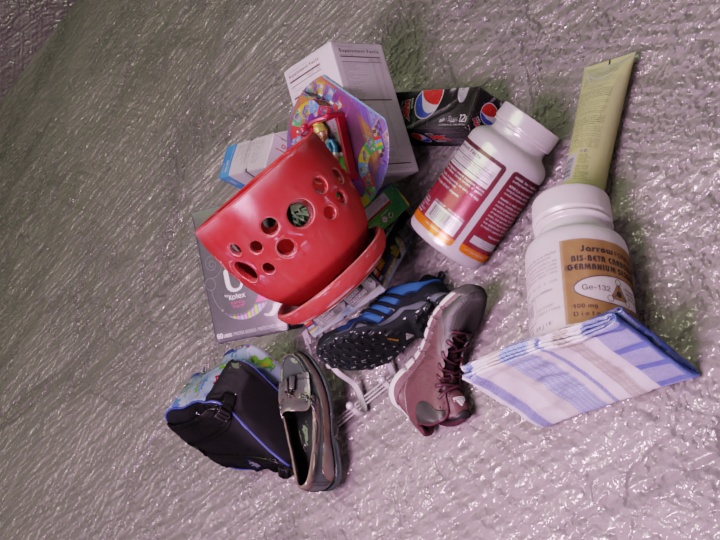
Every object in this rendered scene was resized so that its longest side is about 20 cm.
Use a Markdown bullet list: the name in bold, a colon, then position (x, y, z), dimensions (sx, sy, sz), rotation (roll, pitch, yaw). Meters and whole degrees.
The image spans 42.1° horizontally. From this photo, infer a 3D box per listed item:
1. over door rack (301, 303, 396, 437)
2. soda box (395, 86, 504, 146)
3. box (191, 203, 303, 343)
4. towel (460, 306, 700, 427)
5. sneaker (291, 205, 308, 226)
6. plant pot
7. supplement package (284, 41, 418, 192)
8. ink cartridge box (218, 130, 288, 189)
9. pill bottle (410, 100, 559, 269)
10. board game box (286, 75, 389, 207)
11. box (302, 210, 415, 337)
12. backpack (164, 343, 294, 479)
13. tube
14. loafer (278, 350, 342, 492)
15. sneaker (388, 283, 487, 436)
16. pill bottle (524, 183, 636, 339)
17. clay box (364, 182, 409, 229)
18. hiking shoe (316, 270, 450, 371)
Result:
- **over door rack**: position (-0.027, 0.122, 1.350), dimensions (0.148, 0.067, 0.200), rotation (-41, 41, 28)
- **soda box**: position (0.120, -0.222, 1.363), dimensions (0.200, 0.071, 0.063), rotation (11, 80, 55)
- **box**: position (-0.159, -0.002, 1.395), dimensions (0.122, 0.106, 0.201), rotation (-13, 87, 18)
- **towel**: position (0.222, 0.107, 0.963), dimensions (0.200, 0.147, 0.024), rotation (-27, 41, 40)
- **sneaker**: position (-0.098, -0.065, 1.540), dimensions (0.077, 0.085, 0.200), rotation (31, 94, 55)
- **plant pot**: position (-0.079, -0.048, 1.198), dimensions (0.200, 0.183, 0.200), rotation (-40, 12, 10)
- **supplement package**: position (-0.014, -0.219, 1.370), dimensions (0.109, 0.114, 0.200), rotation (-22, 82, 44)
- **ink cartridge box**: position (-0.146, -0.180, 1.646), dimensions (0.200, 0.116, 0.068), rotation (-4, 67, 52)
- **pill bottle**: position (0.163, -0.111, 1.204), dimensions (0.200, 0.113, 0.113), rotation (-55, 36, 13)
- **board game box**: position (-0.048, -0.171, 1.303), dimensions (0.200, 0.039, 0.158), rotation (41, 122, 32)
- **box**: position (0.000, 0.000, 1.322), dimensions (0.137, 0.040, 0.200), rotation (-35, 13, 30)
- **backpack**: position (-0.178, 0.212, 1.401), dimensions (0.200, 0.183, 0.147), rotation (-21, 31, 49)
- **tube**: position (0.288, -0.174, 1.142), dimensions (0.058, 0.052, 0.200), rotation (11, 70, 12)
- **loafer**: position (-0.077, 0.205, 1.287), dimensions (0.072, 0.063, 0.200), rotation (-29, 69, 34)
- **sneaker**: position (0.119, 0.124, 1.164), dimensions (0.200, 0.076, 0.116), rotation (-61, 39, 23)
- **pill bottle**: position (0.239, 0.011, 1.029), dimensions (0.114, 0.114, 0.200), rotation (-28, 49, 41)
- **clay box**: position (-0.020, -0.062, 1.396), dimensions (0.115, 0.048, 0.200), rotation (-44, 13, -23)
- **hiking shoe**: position (0.034, 0.071, 1.259), dimensions (0.200, 0.075, 0.087), rotation (-20, 34, 1)
